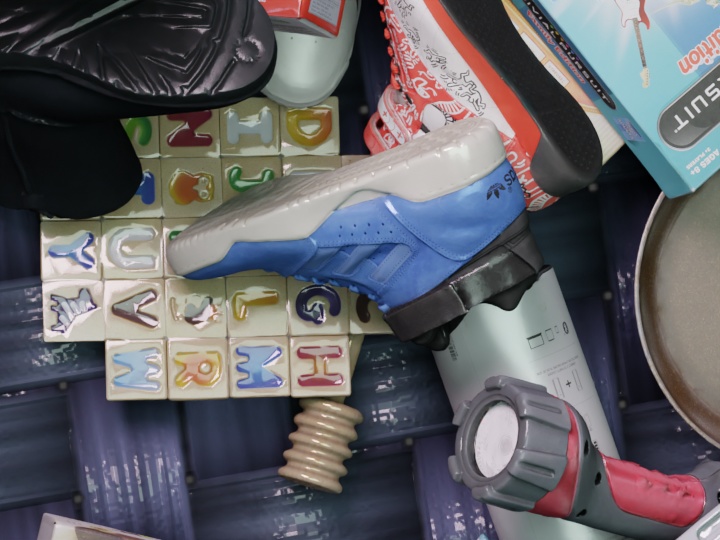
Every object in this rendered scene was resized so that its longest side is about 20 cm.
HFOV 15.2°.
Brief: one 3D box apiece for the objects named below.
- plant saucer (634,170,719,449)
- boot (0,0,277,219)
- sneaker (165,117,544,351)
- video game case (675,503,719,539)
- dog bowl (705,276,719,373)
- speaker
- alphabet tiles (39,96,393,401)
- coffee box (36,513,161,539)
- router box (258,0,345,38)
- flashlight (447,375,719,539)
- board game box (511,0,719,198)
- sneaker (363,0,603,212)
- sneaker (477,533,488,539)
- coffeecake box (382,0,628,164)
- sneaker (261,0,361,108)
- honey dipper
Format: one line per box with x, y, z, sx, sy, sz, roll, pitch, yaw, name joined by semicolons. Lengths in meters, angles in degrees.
0.243;0.012;1.498;0.200;0.032;0.201;0;89;-12;plant saucer
-0.129;-0.088;1.379;0.200;0.168;0.077;6;65;11;boot
0.000;0.000;1.422;0.200;0.077;0.111;-18;105;21;sneaker
0.241;0.160;1.470;0.182;0.200;0.022;-39;54;-4;video game case
0.269;0.057;1.544;0.200;0.050;0.112;38;82;-8;dog bowl
0.102;0.103;1.491;0.081;0.081;0.200;-21;93;-12;speaker
-0.074;-0.013;1.474;0.199;0.006;0.167;-1;80;-6;alphabet tiles
-0.083;0.207;1.448;0.200;0.080;0.113;14;85;-11;coffee box
-0.091;-0.221;1.391;0.200;0.049;0.180;9;86;26;router box
0.141;0.108;1.427;0.200;0.068;0.068;16;69;-34;flashlight
0.165;-0.164;1.451;0.151;0.047;0.200;-41;94;-10;board game box
0.032;-0.109;1.430;0.202;0.108;0.067;54;36;-16;sneaker
0.057;0.199;1.427;0.081;0.200;0.077;-41;69;-7;sneaker
0.134;-0.169;1.508;0.200;0.073;0.154;-45;96;-10;coffeecake box
-0.022;-0.192;1.442;0.079;0.130;0.200;12;83;-10;sneaker
0.001;0.024;1.497;0.038;0.038;0.200;19;81;-11;honey dipper
